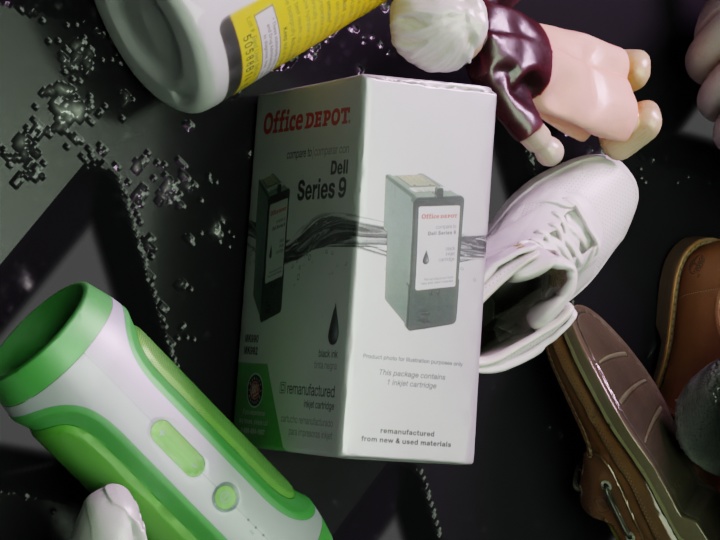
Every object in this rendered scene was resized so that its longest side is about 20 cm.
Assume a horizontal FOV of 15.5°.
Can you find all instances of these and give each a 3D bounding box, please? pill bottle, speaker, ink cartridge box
[{"bbox_3d":[-0.038,-0.177,1.424,0.200,0.111,0.112,-33,104,-23],"label":"pill bottle"},{"bbox_3d":[-0.104,0.101,1.401,0.200,0.088,0.089,47,70,-19],"label":"speaker"},{"bbox_3d":[0.000,0.000,1.424,0.084,0.146,0.201,5,87,-26],"label":"ink cartridge box"}]

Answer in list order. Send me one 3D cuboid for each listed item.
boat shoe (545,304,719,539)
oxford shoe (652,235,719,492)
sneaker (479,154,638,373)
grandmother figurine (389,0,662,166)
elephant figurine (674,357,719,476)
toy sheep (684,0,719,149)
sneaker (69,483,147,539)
[{"bbox_3d":[0.155,0.119,1.541,0.200,0.068,0.072,60,29,4],"label":"boat shoe"},{"bbox_3d":[0.215,0.080,1.577,0.071,0.071,0.201,-1,92,-29],"label":"oxford shoe"},{"bbox_3d":[0.107,0.000,1.496,0.200,0.115,0.074,-39,105,-23],"label":"sneaker"},{"bbox_3d":[0.091,-0.115,1.481,0.200,0.060,0.122,19,46,-45],"label":"grandmother figurine"},{"bbox_3d":[0.251,0.083,1.505,0.200,0.141,0.155,59,27,-8],"label":"elephant figurine"},{"bbox_3d":[0.262,-0.117,1.573,0.138,0.138,0.200,-30,72,-24],"label":"toy sheep"},{"bbox_3d":[-0.153,0.203,1.359,0.080,0.076,0.201,7,108,-11],"label":"sneaker"}]
